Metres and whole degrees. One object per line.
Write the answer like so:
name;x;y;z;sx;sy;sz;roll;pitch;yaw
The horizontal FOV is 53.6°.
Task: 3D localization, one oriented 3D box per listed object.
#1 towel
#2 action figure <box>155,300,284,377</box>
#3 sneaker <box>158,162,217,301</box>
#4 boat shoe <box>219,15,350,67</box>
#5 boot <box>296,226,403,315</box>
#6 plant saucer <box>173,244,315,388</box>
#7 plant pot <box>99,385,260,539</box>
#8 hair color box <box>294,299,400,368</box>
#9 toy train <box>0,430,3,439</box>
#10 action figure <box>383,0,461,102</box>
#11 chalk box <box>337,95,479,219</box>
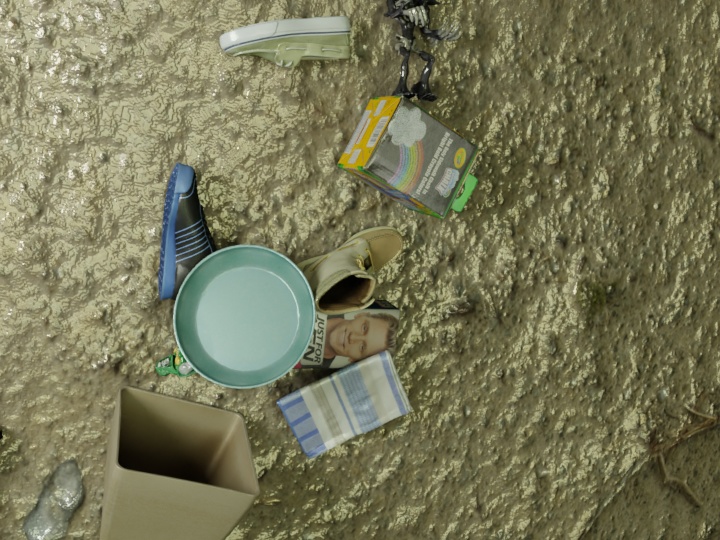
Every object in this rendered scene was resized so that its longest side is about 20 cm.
towel;-0.021;0.220;1.157;0.198;0.024;0.148;-23;126;-4
action figure;-0.216;0.100;1.058;0.199;0.118;0.055;-33;125;0
sneaker;-0.244;-0.052;1.029;0.077;0.070;0.202;3;107;-24
boat shoe;-0.100;-0.323;1.020;0.198;0.072;0.063;-14;104;-21
boot;0.000;0.000;1.082;0.198;0.155;0.073;-24;109;-14
plant saucer;-0.161;0.065;1.004;0.197;0.036;0.203;0;77;-1
plant pot;-0.280;0.315;1.033;0.198;0.200;0.179;18;106;-23
hair color box;-0.041;0.100;1.140;0.198;0.060;0.101;2;101;-22
toy train;-0.549;0.313;0.998;0.034;0.046;0.202;21;94;-23
action figure;0.090;-0.358;1.065;0.118;0.102;0.203;-4;96;-38
chalk box;0.089;-0.164;1.101;0.199;0.124;0.125;29;89;-25
